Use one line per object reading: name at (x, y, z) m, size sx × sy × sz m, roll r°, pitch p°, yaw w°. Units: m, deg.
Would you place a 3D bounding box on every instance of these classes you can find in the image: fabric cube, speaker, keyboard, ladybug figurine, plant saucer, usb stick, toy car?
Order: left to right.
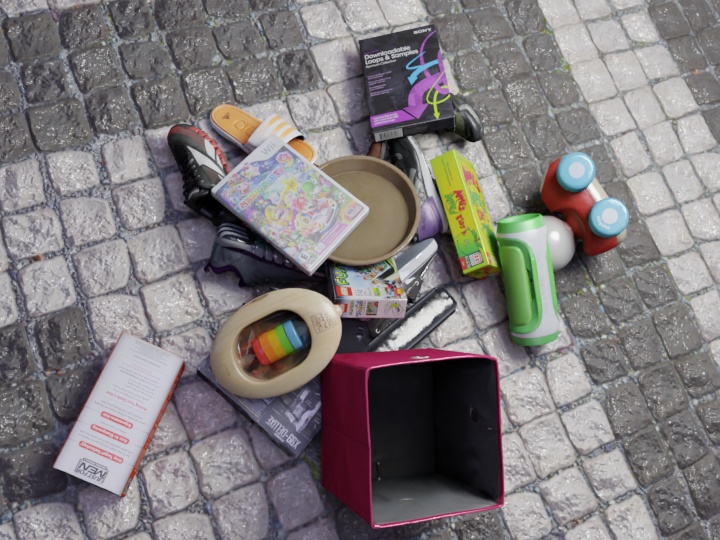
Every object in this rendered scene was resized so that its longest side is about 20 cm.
ladybug figurine at (-0.113, 0.100, 1.010) m, size 0.197 × 0.072 × 0.138 m, roll -23°, pitch 88°, yaw 2°
keyboard at (-0.082, 0.086, 1.079) m, size 0.196 × 0.040 × 0.106 m, roll 10°, pitch 92°, yaw -11°
plant saucer at (-0.005, -0.091, 1.117) m, size 0.196 × 0.030 × 0.203 m, roll 1°, pitch 61°, yaw -1°
fabric cube at (0.063, 0.214, 0.991) m, size 0.193 × 0.199 × 0.204 m, roll -2°, pitch 89°, yaw -20°
usb stick at (0.074, 0.100, 1.159) m, size 0.199 × 0.033 × 0.056 m, roll -38°, pitch 77°, yaw -21°
speaker at (0.273, 0.015, 1.170) m, size 0.087 × 0.088 × 0.204 m, roll -13°, pitch 100°, yaw -17°
toy car at (0.329, -0.076, 1.230) m, size 0.199 × 0.184 × 0.178 m, roll -35°, pitch 81°, yaw 8°

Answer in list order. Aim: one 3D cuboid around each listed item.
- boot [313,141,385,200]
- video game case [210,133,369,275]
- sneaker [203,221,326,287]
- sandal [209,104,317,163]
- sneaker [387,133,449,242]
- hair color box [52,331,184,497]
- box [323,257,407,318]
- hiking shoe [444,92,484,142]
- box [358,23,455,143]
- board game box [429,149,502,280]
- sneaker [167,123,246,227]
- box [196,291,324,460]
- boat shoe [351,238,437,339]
boot at (-0.066, -0.169, 1.212) m, size 0.197 × 0.069 × 0.191 m, roll 19°, pitch 67°, yaw 7°
video game case at (-0.105, -0.103, 1.083) m, size 0.199 × 0.018 × 0.143 m, roll 38°, pitch 66°, yaw 12°
sneaker at (-0.145, -0.007, 1.136) m, size 0.197 × 0.088 × 0.075 m, roll 20°, pitch 25°, yaw -23°
sandal at (-0.165, -0.225, 1.170) m, size 0.205 × 0.060 × 0.080 m, roll 29°, pitch 63°, yaw 13°
sneaker at (0.074, -0.146, 1.220) m, size 0.086 × 0.076 × 0.203 m, roll -20°, pitch 78°, yaw -12°
hair color box at (-0.334, 0.201, 1.012) m, size 0.100 × 0.061 × 0.203 m, roll 24°, pitch 67°, yaw -5°
box at (0.000, 0.000, 1.108) m, size 0.108 × 0.035 × 0.201 m, roll 1°, pitch 33°, yaw -11°
hiking shoe at (0.122, -0.271, 1.278) m, size 0.198 × 0.076 × 0.101 m, roll 34°, pitch 74°, yaw 10°
box at (0.077, -0.324, 1.236) m, size 0.140 × 0.036 × 0.203 m, roll -11°, pitch 64°, yaw 5°
board game box at (0.181, -0.091, 1.207) m, size 0.047 × 0.101 × 0.203 m, roll -21°, pitch 74°, yaw 24°
sneaker at (-0.248, -0.147, 1.129) m, size 0.201 × 0.071 × 0.098 m, roll 51°, pitch 38°, yaw 5°
box at (-0.121, 0.158, 1.083) m, size 0.199 × 0.050 × 0.158 m, roll 40°, pitch 68°, yaw 2°
boat shoe at (0.065, 0.031, 1.165) m, size 0.200 × 0.070 × 0.067 m, roll -46°, pitch 108°, yaw -26°
